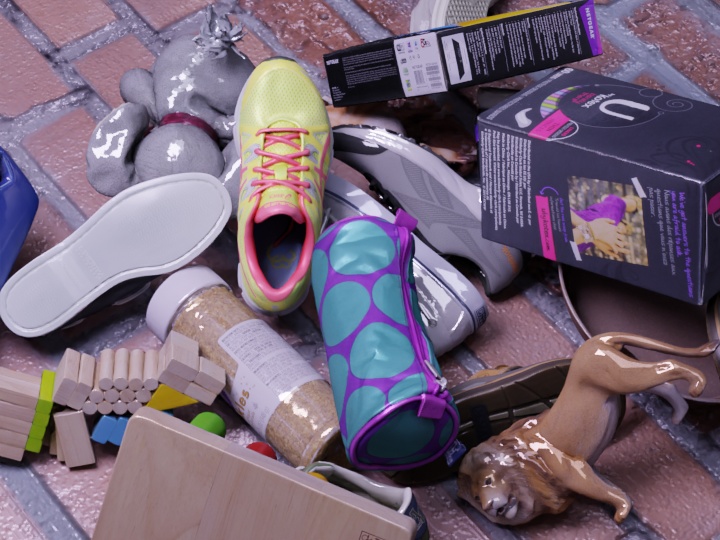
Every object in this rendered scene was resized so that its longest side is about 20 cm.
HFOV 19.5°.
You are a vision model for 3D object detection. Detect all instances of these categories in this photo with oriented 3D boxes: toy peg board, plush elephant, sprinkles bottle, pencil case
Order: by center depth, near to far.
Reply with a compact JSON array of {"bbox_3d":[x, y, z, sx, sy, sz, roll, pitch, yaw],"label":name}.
[{"bbox_3d":[-0.076,0.202,1.409,0.199,0.200,0.098,22,21,7],"label":"toy peg board"},{"bbox_3d":[0.018,0.051,1.523,0.092,0.085,0.200,-39,41,24],"label":"pencil case"},{"bbox_3d":[-0.078,0.078,1.586,0.068,0.068,0.200,-32,56,-26],"label":"sprinkles bottle"},{"bbox_3d":[-0.135,-0.102,1.695,0.164,0.200,0.155,18,68,5],"label":"plush elephant"}]

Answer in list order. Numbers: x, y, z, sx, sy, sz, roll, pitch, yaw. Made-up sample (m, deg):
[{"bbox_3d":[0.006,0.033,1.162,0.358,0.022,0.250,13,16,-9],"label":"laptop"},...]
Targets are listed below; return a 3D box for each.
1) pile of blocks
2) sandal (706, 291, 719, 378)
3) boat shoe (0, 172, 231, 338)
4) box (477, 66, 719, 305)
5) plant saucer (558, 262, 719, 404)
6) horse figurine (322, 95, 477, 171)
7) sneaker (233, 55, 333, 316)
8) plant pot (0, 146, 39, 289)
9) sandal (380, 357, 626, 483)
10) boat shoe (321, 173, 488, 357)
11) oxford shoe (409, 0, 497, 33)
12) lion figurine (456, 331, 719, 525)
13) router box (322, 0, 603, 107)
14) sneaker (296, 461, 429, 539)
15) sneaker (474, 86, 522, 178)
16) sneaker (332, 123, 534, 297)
[{"bbox_3d":[-0.199,0.094,1.570,0.199,0.082,0.062,-7,26,-1],"label":"pile of blocks"},{"bbox_3d":[0.314,0.030,1.575,0.054,0.082,0.200,-17,18,39],"label":"sandal"},{"bbox_3d":[-0.190,-0.014,1.631,0.200,0.060,0.076,-26,89,1],"label":"boat shoe"},{"bbox_3d":[0.201,-0.067,1.570,0.200,0.106,0.122,19,36,34],"label":"box"},{"bbox_3d":[0.241,0.029,1.631,0.200,0.035,0.201,13,48,-15],"label":"plant saucer"},{"bbox_3d":[0.037,-0.108,1.768,0.132,0.050,0.200,-18,48,-23],"label":"horse figurine"},{"bbox_3d":[-0.058,-0.063,1.592,0.078,0.090,0.201,-1,92,-2],"label":"sneaker"},{"bbox_3d":[-0.390,-0.045,1.587,0.199,0.180,0.200,-1,46,21],"label":"plant pot"},{"bbox_3d":[0.101,0.108,1.573,0.199,0.082,0.055,-16,28,-6],"label":"sandal"},{"bbox_3d":[0.001,0.003,1.661,0.202,0.075,0.086,40,67,21],"label":"boat shoe"},{"bbox_3d":[0.088,-0.252,1.891,0.058,0.075,0.200,-25,31,40],"label":"oxford shoe"},{"bbox_3d":[0.163,0.108,1.515,0.122,0.072,0.200,31,98,7],"label":"lion figurine"},{"bbox_3d":[0.079,-0.175,1.697,0.149,0.051,0.200,-15,7,-27],"label":"router box"},{"bbox_3d":[-0.045,0.165,1.494,0.200,0.090,0.067,13,50,10],"label":"sneaker"},{"bbox_3d":[0.154,-0.098,1.733,0.069,0.100,0.200,9,6,37],"label":"sneaker"},{"bbox_3d":[0.050,-0.052,1.673,0.200,0.074,0.079,32,85,1],"label":"sneaker"}]
